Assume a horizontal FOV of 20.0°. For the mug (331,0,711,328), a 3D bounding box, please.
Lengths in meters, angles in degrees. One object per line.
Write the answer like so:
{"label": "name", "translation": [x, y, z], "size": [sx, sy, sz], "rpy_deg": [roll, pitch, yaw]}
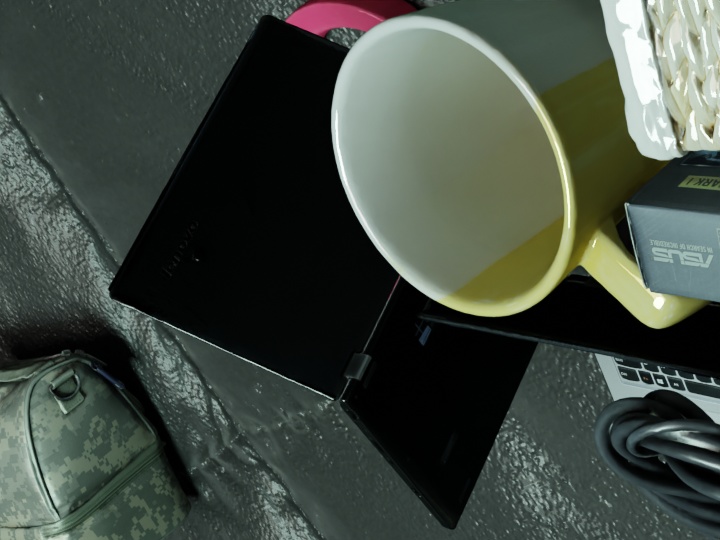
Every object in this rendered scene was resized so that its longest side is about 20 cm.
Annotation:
{"label": "mug", "translation": [0.097, -0.060, 1.008], "size": [0.149, 0.153, 0.188], "rpy_deg": [-20, 98, 49]}

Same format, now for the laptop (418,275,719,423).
{"label": "laptop", "translation": [0.163, 0.072, 1.052], "size": [0.186, 0.116, 0.201], "rpy_deg": [11, 138, 42]}

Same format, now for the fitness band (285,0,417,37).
{"label": "fitness band", "translation": [0.008, -0.074, 1.205], "size": [0.143, 0.037, 0.201], "rpy_deg": [31, 138, 29]}

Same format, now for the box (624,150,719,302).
{"label": "box", "translation": [0.239, -0.038, 0.884], "size": [0.199, 0.158, 0.051], "rpy_deg": [8, 125, 42]}

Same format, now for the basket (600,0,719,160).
{"label": "basket", "translation": [0.196, -0.171, 0.790], "size": [0.160, 0.198, 0.201], "rpy_deg": [4, 122, 40]}

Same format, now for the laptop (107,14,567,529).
{"label": "laptop", "translation": [0.000, 0.000, 1.086], "size": [0.115, 0.188, 0.200], "rpy_deg": [6, 148, 38]}

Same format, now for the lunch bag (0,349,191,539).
{"label": "lunch bag", "translation": [-0.248, 0.148, 1.570], "size": [0.199, 0.139, 0.169], "rpy_deg": [-7, 116, 48]}

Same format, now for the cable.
{"label": "cable", "translation": [0.188, 0.125, 0.945], "size": [0.200, 0.051, 0.163], "rpy_deg": [42, -178, -42]}
